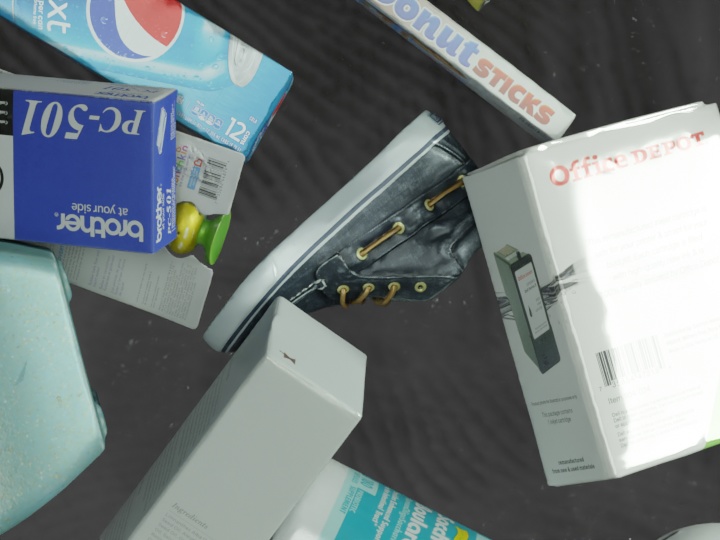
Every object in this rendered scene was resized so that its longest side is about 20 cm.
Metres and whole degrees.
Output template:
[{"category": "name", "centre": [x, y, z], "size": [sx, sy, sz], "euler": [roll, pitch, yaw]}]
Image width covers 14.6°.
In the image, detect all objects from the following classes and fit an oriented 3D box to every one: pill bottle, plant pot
[{"category": "pill bottle", "centre": [0.035, 0.203, 1.714], "size": [0.199, 0.111, 0.111], "euler": [26, 89, -1]}, {"category": "plant pot", "centre": [-0.259, 0.070, 1.668], "size": [0.198, 0.196, 0.198], "euler": [-15, 96, -7]}]

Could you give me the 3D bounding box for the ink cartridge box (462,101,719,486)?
[{"category": "ink cartridge box", "centre": [0.164, 0.014, 1.707], "size": [0.145, 0.084, 0.202], "euler": [-15, 89, -26]}]

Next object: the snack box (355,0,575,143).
[{"category": "snack box", "centre": [0.045, -0.146, 1.734], "size": [0.200, 0.072, 0.024], "euler": [37, 91, -1]}]

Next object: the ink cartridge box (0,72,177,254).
[{"category": "ink cartridge box", "centre": [-0.209, -0.069, 1.694], "size": [0.198, 0.044, 0.095], "euler": [5, 106, 16]}]

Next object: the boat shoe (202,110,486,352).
[{"category": "boat shoe", "centre": [0.000, 0.000, 1.733], "size": [0.200, 0.071, 0.091], "euler": [-43, 89, -2]}]

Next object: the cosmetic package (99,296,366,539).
[{"category": "cosmetic package", "centre": [-0.081, 0.125, 1.687], "size": [0.071, 0.102, 0.200], "euler": [34, 108, -9]}]

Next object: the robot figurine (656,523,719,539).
[{"category": "robot figurine", "centre": [0.219, 0.255, 1.708], "size": [0.124, 0.150, 0.202], "euler": [1, 90, 35]}]

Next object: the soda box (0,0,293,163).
[{"category": "soda box", "centre": [-0.140, -0.144, 1.732], "size": [0.199, 0.068, 0.064], "euler": [30, 90, -1]}]

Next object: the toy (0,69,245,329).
[{"category": "toy", "centre": [-0.172, -0.053, 1.736], "size": [0.199, 0.047, 0.116], "euler": [21, 107, 12]}]

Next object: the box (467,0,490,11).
[{"category": "box", "centre": [0.133, -0.245, 1.736], "size": [0.200, 0.075, 0.050], "euler": [-41, 90, 0]}]
